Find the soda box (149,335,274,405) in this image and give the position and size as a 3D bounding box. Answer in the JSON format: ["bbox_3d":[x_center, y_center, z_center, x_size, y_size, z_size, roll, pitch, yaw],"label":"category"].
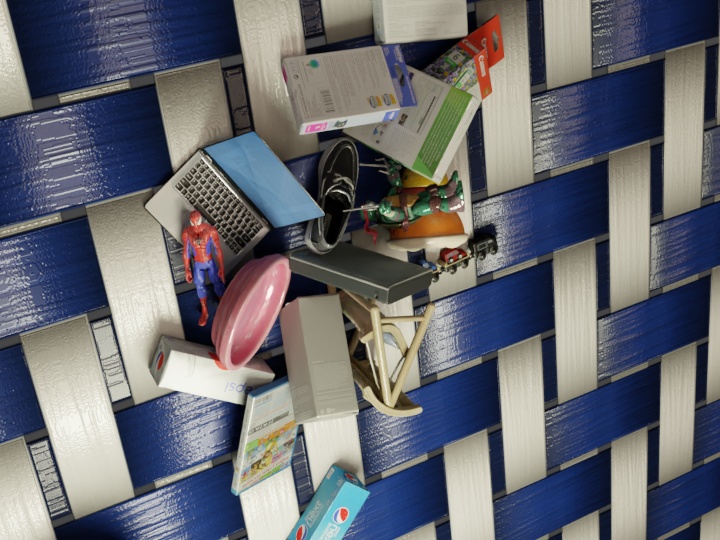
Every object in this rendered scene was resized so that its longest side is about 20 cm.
[{"bbox_3d":[-0.247,0.170,1.571,0.197,0.063,0.069,18,101,-32],"label":"soda box"}]

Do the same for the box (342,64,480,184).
[{"bbox_3d":[0.079,-0.246,1.511,0.036,0.198,0.146,18,102,-58],"label":"box"}]

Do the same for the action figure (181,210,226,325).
[{"bbox_3d":[-0.246,-0.004,1.494,0.064,0.052,0.204,-4,120,4],"label":"action figure"}]

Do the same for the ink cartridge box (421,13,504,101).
[{"bbox_3d":[0.179,-0.330,1.593,0.199,0.050,0.110,-39,146,-9],"label":"ink cartridge box"}]

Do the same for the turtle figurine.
[{"bbox_3d":[0.067,-0.116,1.528,0.195,0.151,0.102,-7,132,0],"label":"turtle figurine"}]

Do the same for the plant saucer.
[{"bbox_3d":[-0.181,0.061,1.519,0.050,0.200,0.204,26,97,11],"label":"plant saucer"}]

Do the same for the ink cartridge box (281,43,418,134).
[{"bbox_3d":[-0.017,-0.289,1.486,0.196,0.042,0.122,-12,72,-15],"label":"ink cartridge box"}]

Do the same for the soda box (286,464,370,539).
[{"bbox_3d":[-0.069,0.478,1.779,0.067,0.064,0.202,30,93,-33],"label":"soda box"}]

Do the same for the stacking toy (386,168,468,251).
[{"bbox_3d":[0.110,-0.138,1.629,0.143,0.145,0.205,-5,92,-25],"label":"stacking toy"}]

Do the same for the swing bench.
[{"bbox_3d":[0.020,0.120,1.613,0.127,0.199,0.205,-1,109,-26],"label":"swing bench"}]

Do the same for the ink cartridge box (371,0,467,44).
[{"bbox_3d":[0.093,-0.477,1.527,0.157,0.047,0.205,-10,102,-23],"label":"ink cartridge box"}]

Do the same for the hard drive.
[{"bbox_3d":[0.000,0.000,1.532,0.139,0.197,0.034,-20,121,-53],"label":"hard drive"}]

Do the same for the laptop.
[{"bbox_3d":[-0.196,-0.094,1.468,0.200,0.116,0.188,-45,122,-5],"label":"laptop"}]

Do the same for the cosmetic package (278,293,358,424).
[{"bbox_3d":[-0.073,0.149,1.580,0.088,0.106,0.205,-2,78,-25],"label":"cosmetic package"}]

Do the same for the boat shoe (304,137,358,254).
[{"bbox_3d":[-0.038,-0.127,1.529,0.071,0.067,0.204,24,71,-21],"label":"boat shoe"}]

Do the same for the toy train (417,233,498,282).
[{"bbox_3d":[0.170,-0.021,1.736,0.197,0.034,0.047,-24,115,-18],"label":"toy train"}]

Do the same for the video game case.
[{"bbox_3d":[-0.157,0.280,1.636,0.142,0.018,0.204,-19,128,-50],"label":"video game case"}]
